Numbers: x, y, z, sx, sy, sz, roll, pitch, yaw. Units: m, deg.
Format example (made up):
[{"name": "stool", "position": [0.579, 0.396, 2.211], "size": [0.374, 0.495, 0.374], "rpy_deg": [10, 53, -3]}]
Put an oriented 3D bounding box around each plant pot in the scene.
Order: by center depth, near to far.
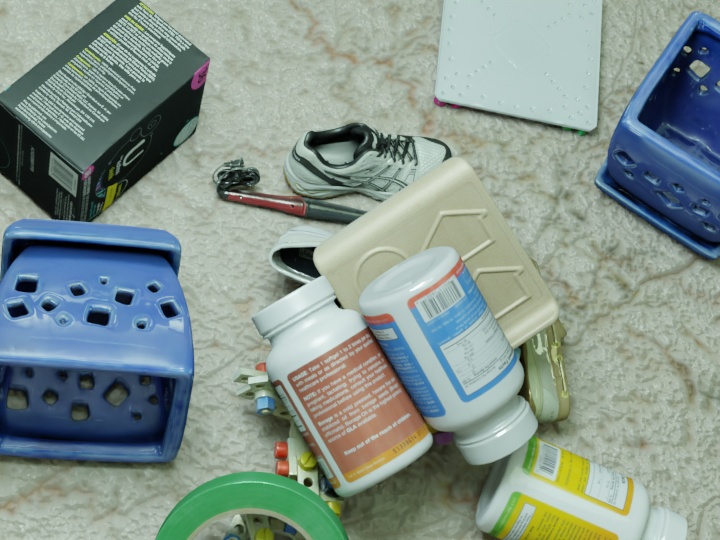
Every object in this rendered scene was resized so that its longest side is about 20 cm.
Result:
[{"name": "plant pot", "position": [-0.270, 0.065, 1.607], "size": [0.199, 0.200, 0.180], "rpy_deg": [3, 57, -11]}, {"name": "plant pot", "position": [0.394, -0.143, 1.876], "size": [0.200, 0.180, 0.200], "rpy_deg": [33, 63, 4]}]

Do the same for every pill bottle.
[{"name": "pill bottle", "position": [0.091, 0.087, 1.595], "size": [0.112, 0.112, 0.200], "rpy_deg": [-36, 105, -26]}, {"name": "pill bottle", "position": [-0.022, 0.111, 1.604], "size": [0.112, 0.112, 0.200], "rpy_deg": [-30, 90, -24]}, {"name": "pill bottle", "position": [0.229, 0.253, 1.683], "size": [0.200, 0.111, 0.111], "rpy_deg": [24, 62, -1]}]

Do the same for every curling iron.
[{"name": "curling iron", "position": [-0.068, -0.078, 1.812], "size": [0.200, 0.050, 0.026], "rpy_deg": [17, 41, -10]}]

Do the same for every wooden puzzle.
[{"name": "wooden puzzle", "position": [0.077, 0.011, 1.657], "size": [0.185, 0.046, 0.200], "rpy_deg": [-33, 103, 2]}]

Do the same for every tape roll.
[{"name": "tape roll", "position": [-0.105, 0.295, 1.564], "size": [0.200, 0.048, 0.201], "rpy_deg": [0, 95, -1]}]

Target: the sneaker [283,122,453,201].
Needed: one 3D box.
[{"name": "sneaker", "position": [0.017, -0.126, 1.831], "size": [0.200, 0.088, 0.076], "rpy_deg": [-7, 65, -18]}]

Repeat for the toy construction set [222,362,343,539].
[{"name": "toy construction set", "position": [-0.080, 0.196, 1.656], "size": [0.131, 0.092, 0.200], "rpy_deg": [2, 75, -12]}]

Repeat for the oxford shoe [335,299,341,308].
[{"name": "oxford shoe", "position": [0.026, 0.016, 1.785], "size": [0.200, 0.073, 0.084], "rpy_deg": [22, 32, 6]}]

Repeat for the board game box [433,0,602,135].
[{"name": "board game box", "position": [0.191, -0.268, 1.976], "size": [0.199, 0.026, 0.200], "rpy_deg": [11, 63, -8]}]

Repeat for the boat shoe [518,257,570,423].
[{"name": "boat shoe", "position": [0.191, 0.077, 1.789], "size": [0.066, 0.074, 0.200], "rpy_deg": [9, 64, -23]}]

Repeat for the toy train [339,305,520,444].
[{"name": "toy train", "position": [0.060, 0.099, 1.725], "size": [0.200, 0.056, 0.151], "rpy_deg": [14, 98, -7]}]

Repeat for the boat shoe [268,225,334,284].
[{"name": "boat shoe", "position": [0.000, 0.000, 1.703], "size": [0.200, 0.072, 0.066], "rpy_deg": [18, 22, 12]}]

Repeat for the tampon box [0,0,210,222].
[{"name": "tampon box", "position": [-0.277, -0.167, 1.745], "size": [0.126, 0.150, 0.200], "rpy_deg": [40, 63, 8]}]
